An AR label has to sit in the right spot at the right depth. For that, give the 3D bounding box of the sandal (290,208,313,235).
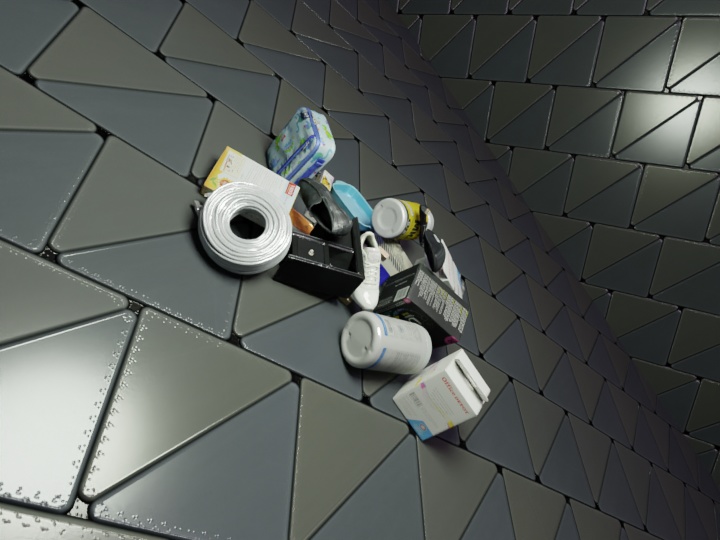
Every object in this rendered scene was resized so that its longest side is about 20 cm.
[{"bbox_3d":[-0.184,-0.161,1.315,0.206,0.059,0.079,34,37,-28],"label":"sandal"}]

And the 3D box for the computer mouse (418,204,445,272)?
[{"bbox_3d":[0.197,-0.094,1.399,0.200,0.046,0.141,-103,-173,-58],"label":"computer mouse"}]

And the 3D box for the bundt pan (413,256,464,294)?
[{"bbox_3d":[0.268,0.027,1.701,0.201,0.076,0.203,31,39,-30],"label":"bundt pan"}]

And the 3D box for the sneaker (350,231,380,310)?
[{"bbox_3d":[0.013,-0.002,1.291,0.074,0.100,0.201,2,67,-20],"label":"sneaker"}]

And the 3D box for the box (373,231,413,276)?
[{"bbox_3d":[0.096,-0.025,1.535,0.201,0.068,0.082,57,31,7],"label":"box"}]

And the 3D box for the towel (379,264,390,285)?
[{"bbox_3d":[-0.002,-0.035,1.438,0.200,0.049,0.148,52,33,-2],"label":"towel"}]

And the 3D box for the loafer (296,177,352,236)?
[{"bbox_3d":[-0.098,-0.157,1.247,0.070,0.068,0.201,-9,49,-46],"label":"loafer"}]

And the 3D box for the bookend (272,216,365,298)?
[{"bbox_3d":[-0.102,-0.057,1.254,0.198,0.092,0.201,17,47,-26],"label":"bookend"}]

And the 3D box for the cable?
[{"bbox_3d":[-0.242,-0.093,1.103,0.199,0.069,0.201,-8,72,-23],"label":"cable"}]

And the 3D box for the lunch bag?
[{"bbox_3d":[-0.159,-0.310,1.356,0.082,0.200,0.162,13,50,-44],"label":"lunch bag"}]

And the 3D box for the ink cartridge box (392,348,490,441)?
[{"bbox_3d":[0.207,0.295,1.253,0.129,0.200,0.125,55,33,3],"label":"ink cartridge box"}]

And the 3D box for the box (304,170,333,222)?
[{"bbox_3d":[-0.115,-0.213,1.470,0.039,0.041,0.201,37,37,-22],"label":"box"}]

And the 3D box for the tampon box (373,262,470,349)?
[{"bbox_3d":[0.167,0.105,1.406,0.200,0.150,0.127,40,53,-18],"label":"tampon box"}]

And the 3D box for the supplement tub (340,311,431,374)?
[{"bbox_3d":[0.063,0.177,1.246,0.199,0.132,0.133,19,46,-43],"label":"supplement tub"}]

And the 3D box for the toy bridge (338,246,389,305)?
[{"bbox_3d":[0.000,0.000,1.360,0.067,0.027,0.200,43,57,-4],"label":"toy bridge"}]

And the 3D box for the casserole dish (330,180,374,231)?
[{"bbox_3d":[-0.019,-0.185,1.546,0.121,0.039,0.200,-8,57,-54],"label":"casserole dish"}]

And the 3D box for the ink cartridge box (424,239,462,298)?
[{"bbox_3d":[0.235,0.013,1.495,0.200,0.066,0.116,52,32,-49],"label":"ink cartridge box"}]

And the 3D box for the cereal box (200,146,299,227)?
[{"bbox_3d":[-0.253,-0.188,1.215,0.199,0.040,0.144,29,49,-15],"label":"cereal box"}]

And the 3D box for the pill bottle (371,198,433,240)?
[{"bbox_3d":[0.130,-0.147,1.526,0.199,0.114,0.115,-2,61,-55],"label":"pill bottle"}]
